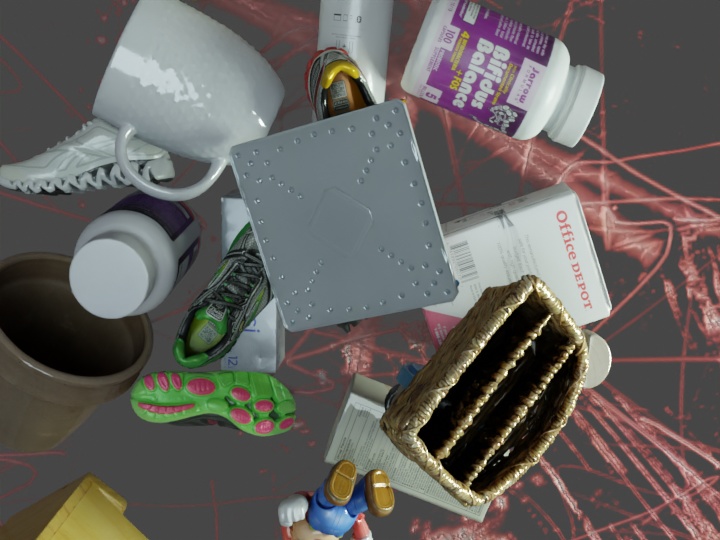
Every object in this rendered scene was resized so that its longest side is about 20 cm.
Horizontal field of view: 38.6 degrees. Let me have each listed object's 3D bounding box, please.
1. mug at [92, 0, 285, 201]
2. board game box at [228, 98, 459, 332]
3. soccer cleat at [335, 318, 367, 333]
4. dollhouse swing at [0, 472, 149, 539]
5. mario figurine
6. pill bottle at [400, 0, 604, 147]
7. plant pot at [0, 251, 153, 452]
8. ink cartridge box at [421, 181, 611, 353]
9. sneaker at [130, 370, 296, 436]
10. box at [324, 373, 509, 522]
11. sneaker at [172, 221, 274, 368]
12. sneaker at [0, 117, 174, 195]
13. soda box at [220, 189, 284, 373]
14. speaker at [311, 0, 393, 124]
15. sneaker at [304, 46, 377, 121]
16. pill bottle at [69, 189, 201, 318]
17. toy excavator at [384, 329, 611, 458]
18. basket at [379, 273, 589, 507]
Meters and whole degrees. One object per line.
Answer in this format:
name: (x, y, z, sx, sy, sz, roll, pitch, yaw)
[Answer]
mug: (-0.184, -0.170, 1.092, 0.173, 0.148, 0.203, 25, 73, -11)
board game box: (-0.016, -0.051, 1.027, 0.197, 0.026, 0.203, -12, 104, 25)
soccer cleat: (0.000, 0.000, 1.121, 0.087, 0.070, 0.200, 52, 146, 5)
dollhouse swing: (-0.341, 0.369, 1.204, 0.180, 0.200, 0.177, -29, 100, 9)
mario figurine: (-0.035, 0.298, 1.183, 0.123, 0.106, 0.200, 45, 142, 7)
pill bottle: (0.151, -0.207, 1.090, 0.197, 0.112, 0.114, 22, 103, -1)
plant pot: (-0.355, 0.110, 1.171, 0.198, 0.201, 0.176, 31, 120, -3)
ink cartridge box: (0.162, 0.005, 1.149, 0.197, 0.083, 0.149, -18, 100, 8)
sneaker: (-0.171, 0.150, 1.214, 0.197, 0.084, 0.078, 11, 83, -15)
box: (0.065, 0.205, 1.201, 0.197, 0.078, 0.096, 23, 103, -1)
sneaker: (-0.131, 0.028, 1.109, 0.077, 0.085, 0.201, 33, 102, -2)
sneaker: (-0.312, -0.128, 1.165, 0.196, 0.075, 0.083, -7, 94, -3)
soda box: (-0.121, 0.012, 1.181, 0.067, 0.063, 0.204, 2, 102, 5)
speaker: (-0.011, -0.204, 1.118, 0.080, 0.081, 0.204, 5, 102, 3)
sneaker: (-0.008, -0.125, 1.054, 0.077, 0.082, 0.203, -22, 107, -4)
pill bottle: (-0.244, -0.017, 1.111, 0.109, 0.200, 0.113, 1, 105, 3)
toy excavator: (0.144, 0.121, 1.097, 0.193, 0.100, 0.202, 30, 96, -4)
basket: (0.133, 0.124, 0.984, 0.142, 0.149, 0.201, 42, 80, -3)
